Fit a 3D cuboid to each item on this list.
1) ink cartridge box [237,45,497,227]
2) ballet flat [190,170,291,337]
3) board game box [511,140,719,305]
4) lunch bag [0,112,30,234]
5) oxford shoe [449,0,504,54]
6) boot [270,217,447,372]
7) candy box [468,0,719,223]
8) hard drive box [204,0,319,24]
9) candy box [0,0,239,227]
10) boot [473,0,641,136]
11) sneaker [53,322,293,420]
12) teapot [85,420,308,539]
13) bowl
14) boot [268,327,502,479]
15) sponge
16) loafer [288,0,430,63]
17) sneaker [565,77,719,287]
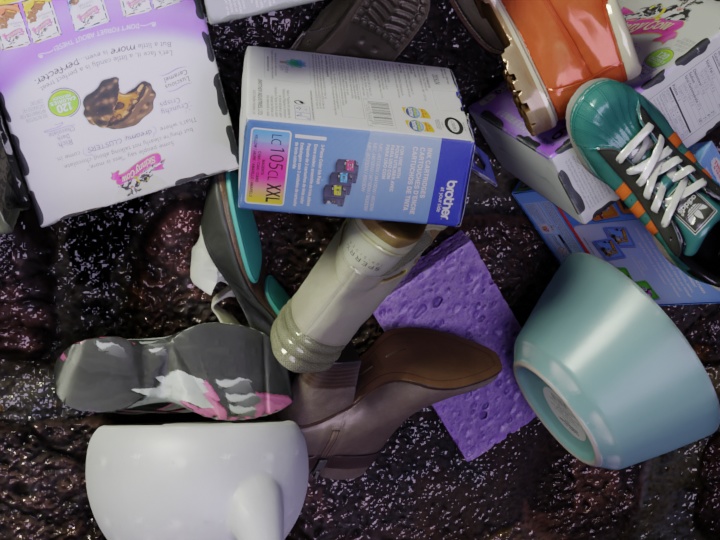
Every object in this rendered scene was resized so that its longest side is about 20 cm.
[{"bbox_3d":[0.008,-0.101,0.946,0.197,0.137,0.077,3,122,-7],"label":"ink cartridge box"},{"bbox_3d":[-0.102,0.009,1.055,0.067,0.068,0.202,-16,120,12],"label":"ballet flat"},{"bbox_3d":[0.248,-0.033,1.090,0.152,0.199,0.037,52,58,-25],"label":"board game box"},{"bbox_3d":[-0.348,-0.110,0.906,0.162,0.118,0.203,-15,106,-2],"label":"lunch bag"},{"bbox_3d":[0.101,-0.268,1.021,0.070,0.074,0.202,-27,116,-10],"label":"oxford shoe"},{"bbox_3d":[0.000,0.000,1.041,0.072,0.200,0.155,37,109,4],"label":"boot"},{"bbox_3d":[0.213,-0.147,1.040,0.199,0.168,0.072,-36,117,-3],"label":"candy box"},{"bbox_3d":[-0.027,-0.251,0.928,0.197,0.156,0.078,-13,112,-5],"label":"hard drive box"},{"bbox_3d":[-0.197,-0.157,0.966,0.166,0.072,0.203,-17,112,-12],"label":"candy box"},{"bbox_3d":[0.138,-0.216,0.954,0.106,0.075,0.202,-24,89,7],"label":"boot"},{"bbox_3d":[-0.155,0.085,1.059,0.197,0.086,0.082,5,82,-9],"label":"sneaker"},{"bbox_3d":[-0.134,0.198,1.024,0.194,0.200,0.149,-1,85,6],"label":"teapot"},{"bbox_3d":[0.209,0.095,1.108,0.105,0.201,0.202,-36,116,-11],"label":"bowl"},{"bbox_3d":[0.015,0.127,1.127,0.197,0.071,0.148,5,128,-16],"label":"boot"},{"bbox_3d":[0.097,0.073,1.166,0.111,0.030,0.201,-34,116,-3],"label":"sponge"},{"bbox_3d":[-0.020,-0.169,1.024,0.075,0.069,0.200,38,110,-23],"label":"loafer"},{"bbox_3d":[0.230,-0.062,0.929,0.071,0.080,0.200,-45,118,2],"label":"sneaker"}]
